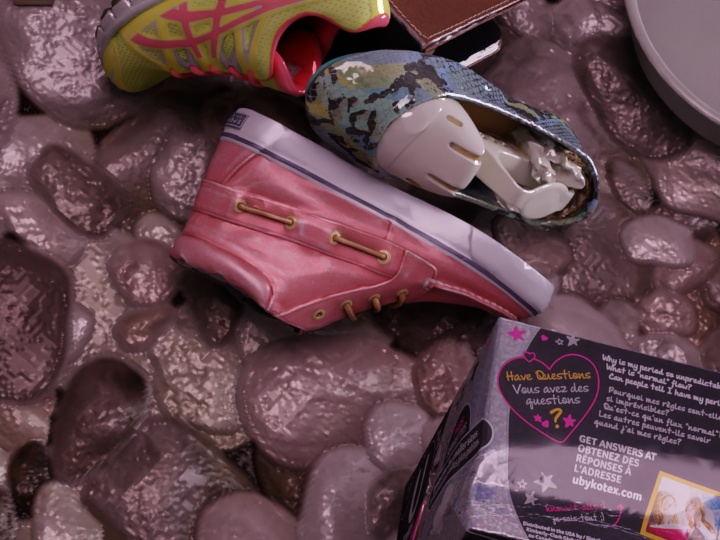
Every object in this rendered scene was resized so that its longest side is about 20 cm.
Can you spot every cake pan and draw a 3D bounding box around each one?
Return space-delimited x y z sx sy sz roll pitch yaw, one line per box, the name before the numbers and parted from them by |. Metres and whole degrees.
cake pan | 0.244 -0.143 1.431 0.198 0.037 0.202 6 58 -10

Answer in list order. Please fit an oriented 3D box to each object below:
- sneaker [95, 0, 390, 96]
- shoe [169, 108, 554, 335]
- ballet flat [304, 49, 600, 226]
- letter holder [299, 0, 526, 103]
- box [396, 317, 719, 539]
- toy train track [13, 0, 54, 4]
sneaker | -0.062 -0.126 1.284 0.078 0.199 0.091 -24 89 -48
shoe | 0.000 0.000 1.298 0.199 0.071 0.092 28 85 -13
ballet flat | 0.057 -0.065 1.290 0.199 0.074 0.075 11 56 -43
letter holder | -0.002 -0.186 1.369 0.142 0.101 0.200 -30 72 -40
box | 0.092 0.125 1.173 0.131 0.200 0.116 14 59 -5
toy train track | -0.189 -0.245 1.396 0.114 0.033 0.202 0 64 -13
